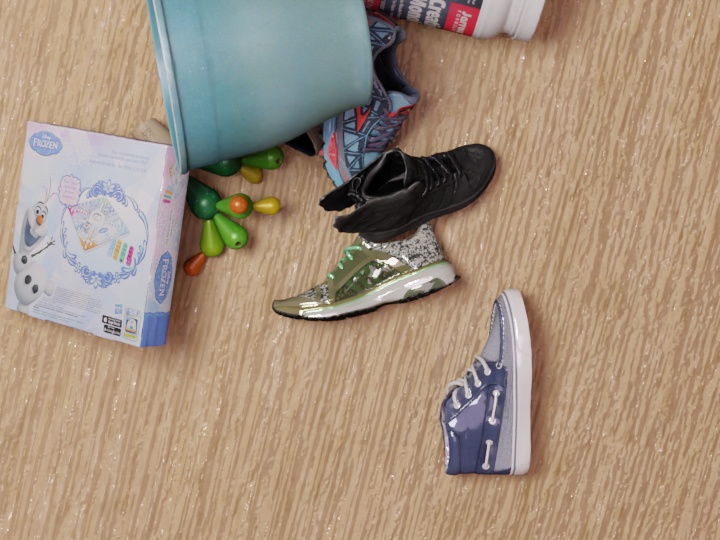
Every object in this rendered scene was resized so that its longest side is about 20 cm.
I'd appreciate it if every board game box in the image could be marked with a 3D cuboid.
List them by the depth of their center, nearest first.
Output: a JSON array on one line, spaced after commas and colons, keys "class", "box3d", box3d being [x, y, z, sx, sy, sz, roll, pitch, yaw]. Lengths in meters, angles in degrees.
[{"class": "board game box", "box3d": [-0.269, -0.040, 1.343, 0.199, 0.043, 0.200, 13, 98, 33]}]

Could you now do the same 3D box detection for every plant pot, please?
[{"class": "plant pot", "box3d": [-0.091, -0.201, 1.209, 0.187, 0.200, 0.201, -10, 96, -9]}]

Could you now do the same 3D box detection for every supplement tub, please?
[{"class": "supplement tub", "box3d": [0.087, -0.311, 1.311, 0.199, 0.140, 0.141, 14, 96, 0]}]

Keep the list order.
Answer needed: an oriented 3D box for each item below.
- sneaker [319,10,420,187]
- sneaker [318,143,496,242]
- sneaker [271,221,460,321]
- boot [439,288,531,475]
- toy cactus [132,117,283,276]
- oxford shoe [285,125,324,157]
[{"class": "sneaker", "box3d": [0.012, -0.160, 1.329, 0.095, 0.079, 0.201, 9, 119, 25]}, {"class": "sneaker", "box3d": [0.053, -0.088, 1.333, 0.199, 0.104, 0.060, -29, 66, -10]}, {"class": "sneaker", "box3d": [0.000, 0.000, 1.387, 0.199, 0.077, 0.089, -15, 84, -4]}, {"class": "boot", "box3d": [0.130, 0.120, 1.388, 0.090, 0.073, 0.201, -2, 97, -5]}, {"class": "toy cactus", "box3d": [-0.181, -0.084, 1.370, 0.200, 0.102, 0.165, -41, 84, 13]}, {"class": "oxford shoe", "box3d": [-0.116, -0.180, 1.332, 0.199, 0.070, 0.075, 22, 56, -16]}]
